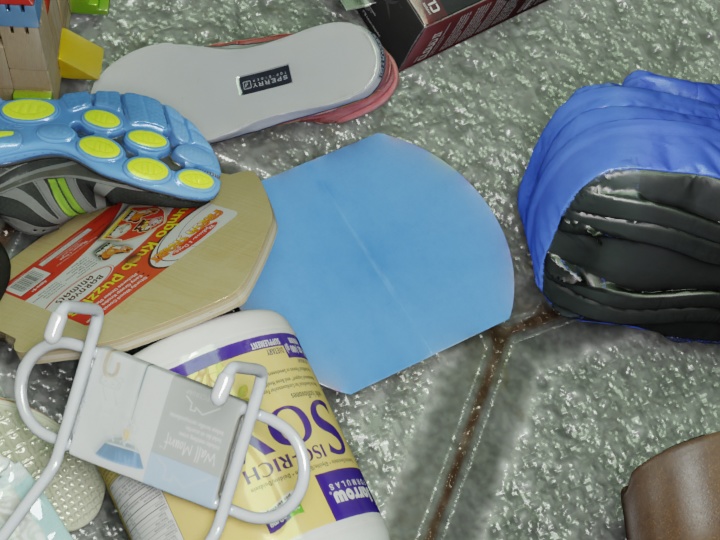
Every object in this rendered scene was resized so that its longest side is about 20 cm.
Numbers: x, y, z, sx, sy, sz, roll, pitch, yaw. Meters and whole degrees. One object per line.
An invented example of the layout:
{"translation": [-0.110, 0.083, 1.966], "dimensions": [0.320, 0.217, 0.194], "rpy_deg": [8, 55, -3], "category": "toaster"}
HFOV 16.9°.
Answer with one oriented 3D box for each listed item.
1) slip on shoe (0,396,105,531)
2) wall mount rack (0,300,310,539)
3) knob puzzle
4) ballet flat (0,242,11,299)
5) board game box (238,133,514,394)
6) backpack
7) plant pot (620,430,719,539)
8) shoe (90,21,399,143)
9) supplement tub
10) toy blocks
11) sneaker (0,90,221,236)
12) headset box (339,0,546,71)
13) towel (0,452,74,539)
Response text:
{"translation": [-0.248, 0.104, 1.471], "dimensions": [0.200, 0.061, 0.074], "rpy_deg": [22, 87, -20], "category": "slip on shoe"}
{"translation": [-0.137, 0.117, 1.370], "dimensions": [0.200, 0.075, 0.174], "rpy_deg": [19, 95, 23], "category": "wall mount rack"}
{"translation": [-0.132, 0.004, 1.497], "dimensions": [0.220, 0.220, 0.030], "rpy_deg": [-38, 123, -25], "category": "knob puzzle"}
{"translation": [-0.268, 0.015, 1.435], "dimensions": [0.200, 0.068, 0.068], "rpy_deg": [-29, 91, -47], "category": "ballet flat"}
{"translation": [0.000, 0.000, 1.599], "dimensions": [0.200, 0.039, 0.158], "rpy_deg": [-24, 72, -28], "category": "board game box"}
{"translation": [0.205, -0.044, 1.612], "dimensions": [0.200, 0.163, 0.168], "rpy_deg": [3, 39, -15], "category": "backpack"}
{"translation": [0.253, 0.215, 1.509], "dimensions": [0.200, 0.200, 0.199], "rpy_deg": [-1, 60, -16], "category": "plant pot"}
{"translation": [-0.074, -0.118, 1.610], "dimensions": [0.200, 0.091, 0.072], "rpy_deg": [-10, 84, 11], "category": "shoe"}
{"translation": [-0.070, 0.141, 1.460], "dimensions": [0.145, 0.145, 0.200], "rpy_deg": [-21, 76, -22], "category": "supplement tub"}
{"translation": [-0.218, -0.203, 1.550], "dimensions": [0.100, 0.137, 0.200], "rpy_deg": [3, 63, 2], "category": "toy blocks"}
{"translation": [-0.185, -0.065, 1.531], "dimensions": [0.199, 0.083, 0.071], "rpy_deg": [2, 51, 7], "category": "sneaker"}
{"translation": [0.059, -0.242, 1.691], "dimensions": [0.200, 0.075, 0.149], "rpy_deg": [-28, 78, -24], "category": "headset box"}
{"translation": [-0.225, 0.228, 1.418], "dimensions": [0.171, 0.048, 0.200], "rpy_deg": [-34, 96, -22], "category": "towel"}
